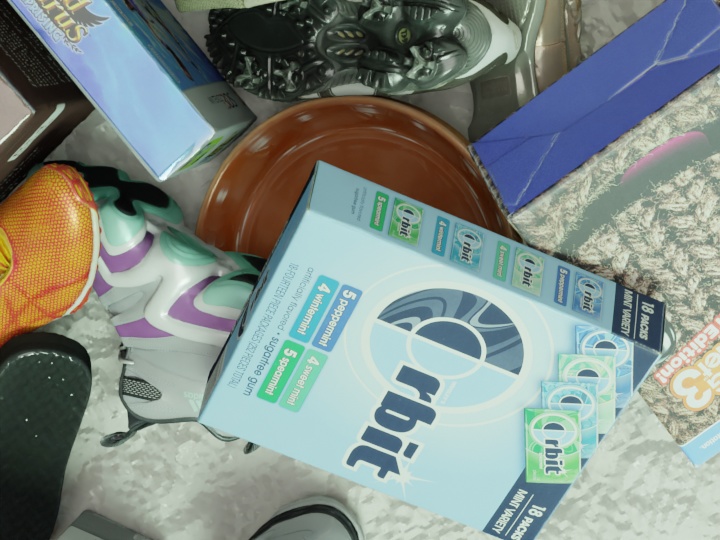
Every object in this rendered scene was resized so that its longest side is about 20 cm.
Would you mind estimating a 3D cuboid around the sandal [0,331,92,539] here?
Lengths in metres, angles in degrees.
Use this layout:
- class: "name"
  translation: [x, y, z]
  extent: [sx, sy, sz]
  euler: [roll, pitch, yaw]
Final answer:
- class: "sandal"
  translation: [-0.204, 0.111, 1.526]
  extent: [0.075, 0.048, 0.201]
  euler: [15, 122, -21]

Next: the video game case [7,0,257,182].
- class: "video game case"
  translation: [-0.144, -0.143, 1.439]
  extent: [0.045, 0.181, 0.200]
  euler: [-39, 92, 6]

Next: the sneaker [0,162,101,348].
- class: "sneaker"
  translation: [-0.209, 0.013, 1.470]
  extent: [0.200, 0.077, 0.073]
  euler: [-47, 69, 39]

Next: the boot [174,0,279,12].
- class: "boot"
  translation: [-0.040, -0.220, 1.358]
  extent: [0.199, 0.072, 0.156]
  euler: [-10, 102, 37]

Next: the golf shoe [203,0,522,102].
- class: "golf shoe"
  translation: [0.000, -0.129, 1.471]
  extent: [0.199, 0.094, 0.078]
  euler: [13, 99, 40]

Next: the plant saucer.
- class: "plant saucer"
  translation: [0.000, 0.000, 1.497]
  extent: [0.199, 0.032, 0.202]
  euler: [2, 97, 21]

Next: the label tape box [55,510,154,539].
- class: "label tape box"
  translation: [-0.176, 0.227, 1.470]
  extent: [0.063, 0.200, 0.145]
  euler: [25, 98, 2]

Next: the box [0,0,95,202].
- class: "box"
  translation: [-0.268, -0.096, 1.446]
  extent: [0.166, 0.200, 0.164]
  euler: [-43, 91, 8]

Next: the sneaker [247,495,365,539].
- class: "sneaker"
  translation: [-0.080, 0.216, 1.503]
  extent: [0.075, 0.115, 0.200]
  euler: [44, 98, 0]

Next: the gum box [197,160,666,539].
- class: "gum box"
  translation: [0.035, 0.049, 1.389]
  extent: [0.199, 0.045, 0.170]
  euler: [22, 131, -9]

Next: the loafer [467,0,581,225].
- class: "loafer"
  translation: [0.096, -0.124, 1.487]
  extent: [0.072, 0.063, 0.202]
  euler: [3, 97, 47]

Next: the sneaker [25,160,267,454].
- class: "sneaker"
  translation: [-0.128, 0.034, 1.494]
  extent: [0.199, 0.078, 0.141]
  euler: [32, 110, 22]

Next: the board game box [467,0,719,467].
- class: "board game box"
  translation: [0.183, -0.025, 1.425]
  extent: [0.159, 0.097, 0.200]
  euler: [-36, 119, 7]
